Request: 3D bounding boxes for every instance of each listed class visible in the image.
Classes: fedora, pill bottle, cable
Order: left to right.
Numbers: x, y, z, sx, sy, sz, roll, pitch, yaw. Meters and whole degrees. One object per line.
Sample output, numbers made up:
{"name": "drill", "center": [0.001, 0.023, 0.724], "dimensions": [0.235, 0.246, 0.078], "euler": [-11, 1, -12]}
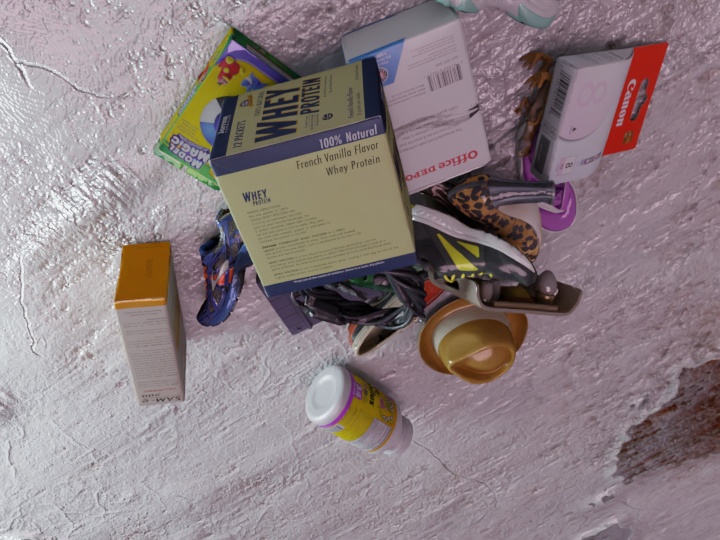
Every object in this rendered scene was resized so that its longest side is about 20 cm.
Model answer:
{"name": "pill bottle", "center": [0.004, 0.254, 1.249], "dimensions": [0.104, 0.106, 0.199], "euler": [-40, 126, 20]}
{"name": "cable", "center": [0.011, 0.024, 0.979], "dimensions": [0.195, 0.052, 0.164], "euler": [18, 139, -21]}
{"name": "fedora", "center": [0.197, 0.132, 1.205], "dimensions": [0.194, 0.083, 0.205], "euler": [-5, 128, -7]}

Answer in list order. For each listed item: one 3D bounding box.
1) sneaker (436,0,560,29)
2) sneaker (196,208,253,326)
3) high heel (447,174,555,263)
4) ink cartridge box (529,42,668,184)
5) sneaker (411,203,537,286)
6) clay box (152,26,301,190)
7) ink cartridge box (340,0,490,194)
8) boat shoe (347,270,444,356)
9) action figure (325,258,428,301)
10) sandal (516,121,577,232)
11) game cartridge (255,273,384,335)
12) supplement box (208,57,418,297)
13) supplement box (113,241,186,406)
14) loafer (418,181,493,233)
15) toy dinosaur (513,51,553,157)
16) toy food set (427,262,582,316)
{"name": "sneaker", "center": [0.160, -0.370, 0.815], "dimensions": [0.195, 0.078, 0.143], "euler": [1, 127, -25]}
{"name": "sneaker", "center": [-0.201, -0.008, 1.031], "dimensions": [0.077, 0.076, 0.203], "euler": [20, 114, -15]}
{"name": "high heel", "center": [0.187, -0.064, 1.006], "dimensions": [0.138, 0.073, 0.202], "euler": [1, 149, 4]}
{"name": "ink cartridge box", "center": [0.330, -0.209, 0.951], "dimensions": [0.194, 0.057, 0.166], "euler": [-11, 130, -20]}
{"name": "sneaker", "center": [0.140, -0.016, 0.961], "dimensions": [0.196, 0.074, 0.087], "euler": [25, 92, 12]}
{"name": "clay box", "center": [-0.170, -0.187, 0.902], "dimensions": [0.113, 0.048, 0.201], "euler": [28, 117, -29]}
{"name": "ink cartridge box", "center": [0.073, -0.215, 0.906], "dimensions": [0.141, 0.085, 0.203], "euler": [-18, 129, 5]}
{"name": "boat shoe", "center": [0.063, 0.064, 1.139], "dimensions": [0.198, 0.063, 0.071], "euler": [-34, 125, 14]}
{"name": "action figure", "center": [0.000, 0.000, 1.044], "dimensions": [0.193, 0.055, 0.120], "euler": [0, 131, -7]}
{"name": "sandal", "center": [0.271, -0.125, 1.039], "dimensions": [0.081, 0.050, 0.205], "euler": [-25, 126, 9]}
{"name": "game cartridge", "center": [-0.049, 0.014, 1.097], "dimensions": [0.196, 0.039, 0.131], "euler": [-25, 133, 8]}
{"name": "supplement box", "center": [-0.048, -0.106, 0.842], "dimensions": [0.194, 0.136, 0.203], "euler": [-13, 130, 8]}
{"name": "supplement box", "center": [-0.300, 0.079, 1.035], "dimensions": [0.071, 0.128, 0.204], "euler": [-5, 128, -8]}
{"name": "loafer", "center": [0.139, -0.069, 1.030], "dimensions": [0.199, 0.073, 0.072], "euler": [37, 92, -33]}
{"name": "toy dinosaur", "center": [0.260, -0.247, 0.951], "dimensions": [0.201, 0.061, 0.105], "euler": [-49, 134, 10]}
{"name": "toy food set", "center": [0.213, 0.017, 1.069], "dimensions": [0.195, 0.143, 0.062], "euler": [6, 99, -26]}
